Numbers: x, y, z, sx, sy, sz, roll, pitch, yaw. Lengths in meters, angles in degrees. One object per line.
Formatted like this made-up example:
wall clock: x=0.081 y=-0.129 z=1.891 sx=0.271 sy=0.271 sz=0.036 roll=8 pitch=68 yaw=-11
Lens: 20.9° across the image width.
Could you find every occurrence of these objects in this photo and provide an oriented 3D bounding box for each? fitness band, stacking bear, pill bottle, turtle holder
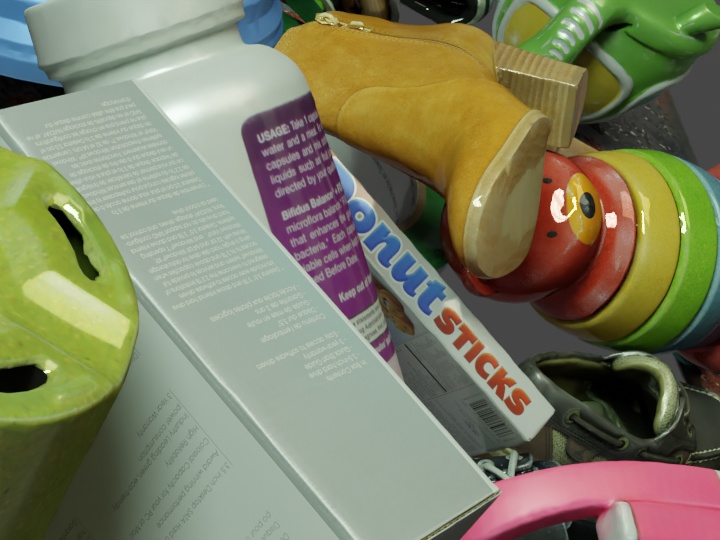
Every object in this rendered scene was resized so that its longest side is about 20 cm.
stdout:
fitness band: x=0.100 y=0.129 z=0.797 sx=0.199 sy=0.144 sz=0.038 roll=12 pitch=51 yaw=-34
stacking bear: x=0.126 y=-0.013 z=0.987 sx=0.200 sy=0.114 sz=0.122 roll=10 pitch=77 yaw=-40
pill bottle: x=-0.061 y=-0.020 z=0.771 sx=0.112 sy=0.112 sz=0.201 roll=-32 pitch=107 yaw=-58
turtle holder: x=0.151 y=-0.151 z=1.232 sx=0.141 sy=0.132 sz=0.186 roll=27 pitch=34 yaw=-22

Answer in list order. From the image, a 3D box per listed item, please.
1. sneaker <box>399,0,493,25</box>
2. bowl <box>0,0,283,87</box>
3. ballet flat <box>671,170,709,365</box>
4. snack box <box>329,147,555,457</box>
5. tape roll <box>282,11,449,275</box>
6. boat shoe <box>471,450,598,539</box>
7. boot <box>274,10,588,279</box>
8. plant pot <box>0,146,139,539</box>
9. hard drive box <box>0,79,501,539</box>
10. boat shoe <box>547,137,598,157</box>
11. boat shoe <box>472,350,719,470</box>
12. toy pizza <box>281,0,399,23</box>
sneaker: x=0.010 y=-0.226 z=1.236 sx=0.200 sy=0.074 sz=0.080 roll=33 pitch=33 yaw=-10
bowl: x=-0.134 y=-0.142 z=0.927 sx=0.200 sy=0.039 sz=0.201 roll=9 pitch=26 yaw=-5
ballet flat: x=0.222 y=-0.015 z=1.183 sx=0.068 sy=0.075 sz=0.200 roll=46 pitch=28 yaw=-16
snack box: x=0.000 y=0.000 z=0.862 sx=0.024 sy=0.072 sz=0.200 roll=-44 pitch=98 yaw=-24
tape roll: x=-0.041 y=-0.057 z=0.983 sx=0.200 sy=0.048 sz=0.201 roll=27 pitch=33 yaw=-19
boat shoe: x=0.064 y=0.110 z=0.858 sx=0.200 sy=0.068 sz=0.072 roll=19 pitch=36 yaw=-31
boot: x=0.016 y=-0.062 z=0.881 sx=0.144 sy=0.071 sz=0.201 roll=12 pitch=27 yaw=12
plant pot: x=-0.164 y=0.051 z=0.575 sx=0.200 sy=0.184 sz=0.201 roll=28 pitch=33 yaw=-20
hard drive box: x=-0.076 y=0.061 z=0.683 sx=0.200 sy=0.156 sz=0.077 roll=49 pitch=35 yaw=15
boat shoe: x=0.101 y=-0.047 z=1.101 sx=0.200 sy=0.070 sz=0.070 roll=45 pitch=-15 yaw=-16
boat shoe: x=0.135 y=0.075 z=0.982 sx=0.200 sy=0.066 sz=0.072 roll=5 pitch=45 yaw=-44
toy pizza: x=-0.061 y=-0.186 z=1.012 sx=0.200 sy=0.032 sz=0.200 roll=40 pitch=-11 yaw=9
